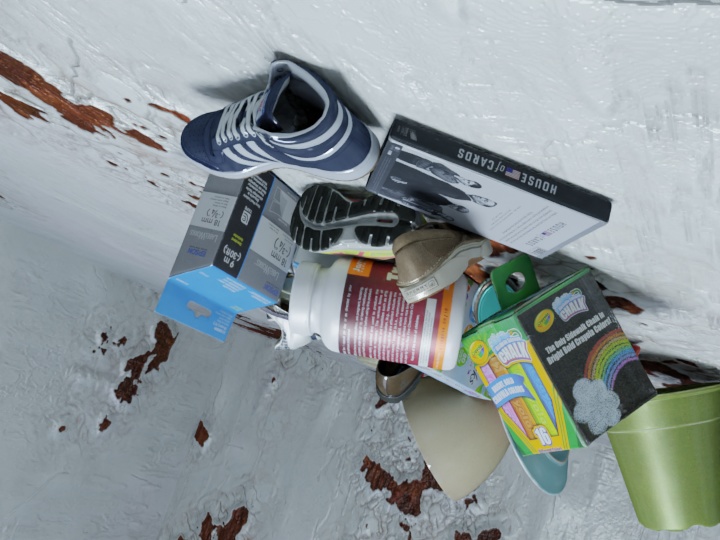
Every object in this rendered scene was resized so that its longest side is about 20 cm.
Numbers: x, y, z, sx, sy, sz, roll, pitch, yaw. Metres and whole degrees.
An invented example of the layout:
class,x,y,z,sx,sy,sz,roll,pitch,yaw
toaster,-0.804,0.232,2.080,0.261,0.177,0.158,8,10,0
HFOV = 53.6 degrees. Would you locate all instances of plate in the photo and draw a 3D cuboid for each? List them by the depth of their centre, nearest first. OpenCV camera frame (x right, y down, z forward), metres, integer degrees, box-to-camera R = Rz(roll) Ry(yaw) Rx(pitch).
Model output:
class,x,y,z,sx,sy,sz,roll,pitch,yaw
plate,0.223,0.177,0.897,0.025,0.203,0.199,-26,144,28

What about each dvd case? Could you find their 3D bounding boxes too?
class,x,y,z,sx,sy,sz,roll,pitch,yaw
dvd case,0.108,-0.069,0.657,0.197,0.025,0.150,20,168,-4

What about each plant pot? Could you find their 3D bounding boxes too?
class,x,y,z,sx,sy,sz,roll,pitch,yaw
plant pot,0.457,0.276,1.059,0.196,0.193,0.200,-8,170,-1
plant pot,0.170,0.247,1.150,0.133,0.203,0.200,-28,153,11

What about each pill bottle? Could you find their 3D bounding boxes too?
class,x,y,z,sx,sy,sz,roll,pitch,yaw
pill bottle,0.021,0.045,0.831,0.196,0.115,0.113,8,167,6

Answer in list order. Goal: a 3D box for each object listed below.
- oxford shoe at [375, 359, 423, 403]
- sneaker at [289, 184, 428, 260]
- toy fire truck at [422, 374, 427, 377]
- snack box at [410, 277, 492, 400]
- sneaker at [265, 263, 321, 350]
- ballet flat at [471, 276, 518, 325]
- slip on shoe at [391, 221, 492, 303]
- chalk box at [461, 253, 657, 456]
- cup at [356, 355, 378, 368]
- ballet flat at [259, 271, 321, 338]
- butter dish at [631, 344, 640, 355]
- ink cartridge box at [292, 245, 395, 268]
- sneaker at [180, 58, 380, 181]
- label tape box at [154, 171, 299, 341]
class,x,y,z,sx,sy,sz,roll,pitch,yaw
oxford shoe,0.089,0.096,1.046,0.072,0.201,0.085,23,153,24
sneaker,0.000,-0.045,0.822,0.198,0.079,0.090,12,174,41
toy fire truck,0.137,0.189,1.421,0.111,0.170,0.200,23,168,-17
snack box,0.141,0.090,1.027,0.052,0.144,0.199,7,162,43
sneaker,-0.117,0.018,1.041,0.079,0.203,0.076,-17,-174,3
ballet flat,0.191,0.062,0.985,0.073,0.075,0.201,12,143,32
slip on shoe,0.081,-0.022,0.727,0.075,0.061,0.200,-28,-179,29
chalk box,0.206,0.084,0.796,0.202,0.124,0.124,63,153,7
cup,0.064,0.098,1.197,0.197,0.145,0.200,18,169,4
ballet flat,-0.050,0.051,0.951,0.197,0.073,0.072,20,169,-2
butter dish,0.287,0.156,1.078,0.148,0.200,0.200,42,169,3
ink cartridge box,0.000,0.000,0.999,0.143,0.085,0.200,17,168,10
sneaker,-0.090,-0.126,0.605,0.197,0.071,0.108,7,169,23
label tape box,-0.149,-0.018,0.870,0.062,0.203,0.144,12,167,30
